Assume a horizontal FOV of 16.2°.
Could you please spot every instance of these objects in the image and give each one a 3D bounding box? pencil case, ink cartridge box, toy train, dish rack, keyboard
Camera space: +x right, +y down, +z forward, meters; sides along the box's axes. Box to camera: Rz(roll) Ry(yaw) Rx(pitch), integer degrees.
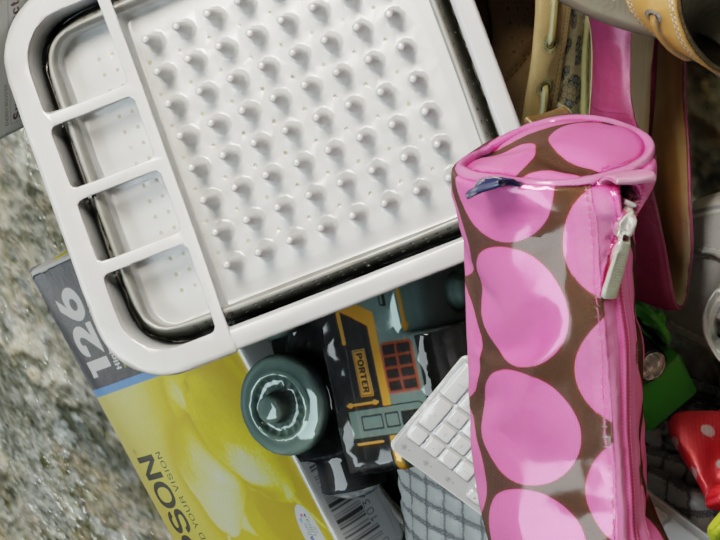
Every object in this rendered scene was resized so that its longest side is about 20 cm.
[{"bbox_3d":[0.085,0.044,0.999,0.093,0.090,0.201,14,118,46],"label":"pencil case"},{"bbox_3d":[-0.089,0.071,1.283,0.200,0.047,0.198,-22,98,51],"label":"ink cartridge box"},{"bbox_3d":[0.000,0.000,1.128,0.113,0.085,0.201,-10,91,34],"label":"toy train"},{"bbox_3d":[0.081,0.011,1.137,0.200,0.042,0.057,40,165,52],"label":"toy train"},{"bbox_3d":[-0.036,-0.063,1.068,0.199,0.044,0.173,-21,86,13],"label":"dish rack"},{"bbox_3d":[0.107,0.113,1.075,0.200,0.011,0.056,36,120,-6],"label":"keyboard"}]

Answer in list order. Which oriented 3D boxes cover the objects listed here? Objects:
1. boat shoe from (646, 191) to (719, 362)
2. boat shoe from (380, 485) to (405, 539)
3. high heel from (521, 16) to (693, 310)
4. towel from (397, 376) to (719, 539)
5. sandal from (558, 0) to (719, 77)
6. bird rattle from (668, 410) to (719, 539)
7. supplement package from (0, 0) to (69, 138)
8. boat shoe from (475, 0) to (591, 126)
[{"bbox_3d":[0.177,0.016,1.029,0.199,0.068,0.072,13,125,47],"label":"boat shoe"},{"bbox_3d":[-0.037,0.100,1.356,0.200,0.071,0.069,41,141,9],"label":"boat shoe"},{"bbox_3d":[0.126,-0.082,1.009,0.096,0.067,0.201,39,122,24],"label":"high heel"},{"bbox_3d":[0.108,0.115,1.176,0.199,0.085,0.167,21,126,41],"label":"towel"},{"bbox_3d":[0.136,-0.101,0.947,0.200,0.055,0.082,36,111,-2],"label":"sandal"},{"bbox_3d":[0.210,0.094,0.978,0.200,0.162,0.113,-38,-68,-81],"label":"bird rattle"},{"bbox_3d":[-0.124,-0.164,1.156,0.114,0.200,0.110,34,138,30],"label":"supplement package"},{"bbox_3d":[0.064,-0.112,1.082,0.073,0.063,0.201,12,123,46],"label":"boat shoe"}]
